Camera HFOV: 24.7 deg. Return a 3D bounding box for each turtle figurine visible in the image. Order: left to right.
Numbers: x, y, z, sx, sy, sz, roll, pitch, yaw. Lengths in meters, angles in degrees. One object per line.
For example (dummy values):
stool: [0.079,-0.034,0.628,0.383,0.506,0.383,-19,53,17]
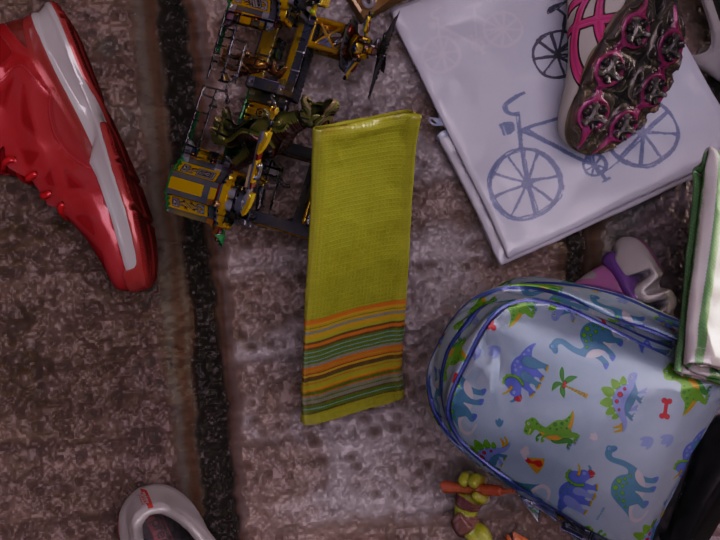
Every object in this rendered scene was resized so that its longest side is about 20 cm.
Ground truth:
turtle figurine: [0.060,0.206,1.079,0.161,0.064,0.200,-15,76,-4]

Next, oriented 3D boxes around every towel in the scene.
towel: [0.000,0.000,1.047,0.086,0.018,0.200,-16,119,-41]
towel: [0.284,0.018,0.990,0.200,0.023,0.153,16,67,-16]

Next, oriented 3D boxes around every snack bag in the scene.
snack bag: [0.135,-0.128,1.131,0.188,0.021,0.200,-25,82,-8]

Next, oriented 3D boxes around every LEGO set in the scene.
LEGO set: [-0.032,-0.096,1.041,0.116,0.154,0.200,16,80,12]

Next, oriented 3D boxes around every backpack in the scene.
backpack: [0.140,0.083,1.019,0.200,0.154,0.163,34,106,21]

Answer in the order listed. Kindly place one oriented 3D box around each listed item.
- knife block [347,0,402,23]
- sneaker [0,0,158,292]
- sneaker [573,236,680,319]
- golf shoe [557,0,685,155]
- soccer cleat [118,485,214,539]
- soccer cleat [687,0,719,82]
knife block: [0.090,-0.257,1.127,0.176,0.200,0.064,-29,88,-54]
sneaker: [-0.211,-0.064,1.067,0.115,0.078,0.200,-21,77,0]
sneaker: [0.190,0.082,1.103,0.088,0.080,0.200,-26,85,-2]
golf shoe: [0.173,-0.175,1.103,0.073,0.092,0.200,18,94,-37]
soccer cleat: [-0.092,0.227,1.037,0.069,0.085,0.200,-28,90,-9]
soccer cleat: [0.262,-0.209,1.088,0.069,0.085,0.200,-30,135,-38]
